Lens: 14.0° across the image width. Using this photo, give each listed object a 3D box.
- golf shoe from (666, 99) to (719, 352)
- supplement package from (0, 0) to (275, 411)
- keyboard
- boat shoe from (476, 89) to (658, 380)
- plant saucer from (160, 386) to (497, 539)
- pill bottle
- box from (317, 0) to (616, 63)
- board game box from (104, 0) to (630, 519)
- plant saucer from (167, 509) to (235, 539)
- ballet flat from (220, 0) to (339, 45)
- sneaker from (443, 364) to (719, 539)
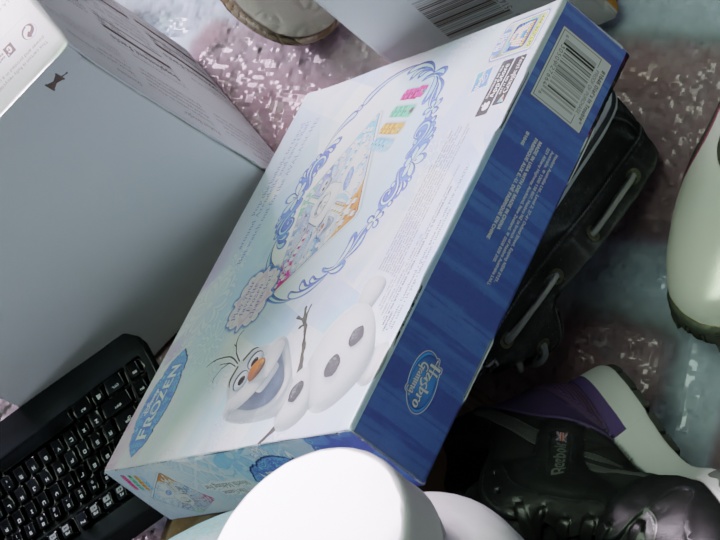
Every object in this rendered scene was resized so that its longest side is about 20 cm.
[{"bbox_3d":[0.168,-0.068,1.169,0.077,0.088,0.201,24,87,31],"label":"golf shoe"},{"bbox_3d":[-0.150,-0.042,1.263,0.156,0.200,0.111,-45,57,8],"label":"supplement package"},{"bbox_3d":[-0.151,0.119,1.275,0.200,0.040,0.104,-37,74,27],"label":"keyboard"},{"bbox_3d":[0.057,0.011,1.202,0.200,0.071,0.072,-54,22,-5],"label":"boat shoe"},{"bbox_3d":[-0.008,0.132,1.229,0.199,0.029,0.201,-10,68,26],"label":"plant saucer"},{"bbox_3d":[0.033,0.149,1.041,0.112,0.200,0.112,-21,46,23],"label":"pill bottle"},{"bbox_3d":[0.026,-0.200,1.261,0.097,0.124,0.201,-21,64,20],"label":"box"},{"bbox_3d":[0.000,0.000,1.175,0.199,0.043,0.201,-13,45,57],"label":"board game box"},{"bbox_3d":[-0.075,0.139,1.124,0.201,0.201,0.039,-40,75,11],"label":"plant saucer"},{"bbox_3d":[-0.066,-0.176,1.363,0.067,0.046,0.200,-26,63,-18],"label":"ballet flat"},{"bbox_3d":[0.087,0.104,1.106,0.087,0.076,0.200,-11,21,-14],"label":"sneaker"}]
